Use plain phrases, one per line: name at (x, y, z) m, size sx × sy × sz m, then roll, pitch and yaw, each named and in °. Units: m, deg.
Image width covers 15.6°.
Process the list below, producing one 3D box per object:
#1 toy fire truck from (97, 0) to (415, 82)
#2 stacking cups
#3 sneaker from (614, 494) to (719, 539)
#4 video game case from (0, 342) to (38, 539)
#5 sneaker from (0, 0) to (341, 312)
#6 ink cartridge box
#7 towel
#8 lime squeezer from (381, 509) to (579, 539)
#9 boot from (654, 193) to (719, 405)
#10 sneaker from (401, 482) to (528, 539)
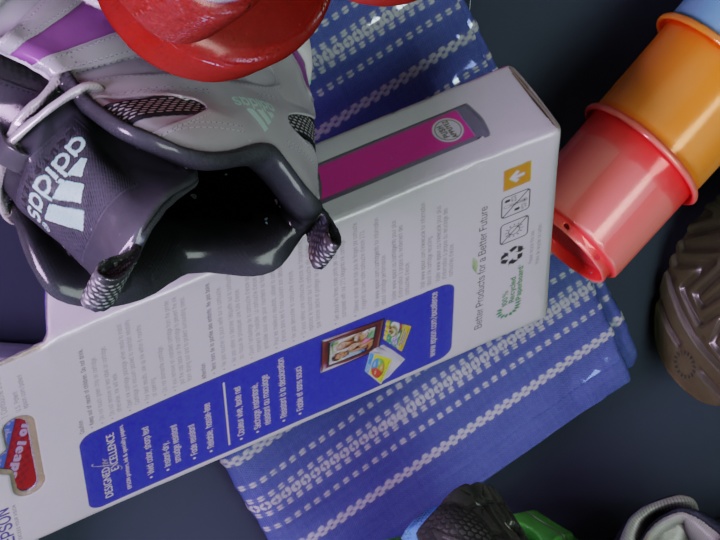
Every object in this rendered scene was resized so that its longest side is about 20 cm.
toy fire truck at (-0.022, -0.155, 0.654) m, size 0.168 × 0.112 × 0.200 m, roll 50°, pitch 61°, yaw -14°
stacking cups at (0.133, -0.078, 0.858) m, size 0.200 × 0.060 × 0.061 m, roll -51°, pitch 127°, yaw -8°
sneaker at (0.157, 0.113, 0.932) m, size 0.202 × 0.077 × 0.146 m, roll -35°, pitch 149°, yaw -17°
video game case at (-0.191, 0.084, 0.779) m, size 0.200 × 0.017 × 0.143 m, roll 5°, pitch 109°, yaw -32°
sneaker at (-0.092, -0.043, 0.691) m, size 0.200 × 0.140 × 0.078 m, roll 8°, pitch 133°, yaw -26°
ink cartridge box at (-0.033, 0.014, 0.790) m, size 0.200 × 0.037 × 0.095 m, roll -25°, pitch 146°, yaw -18°
towel at (0.000, 0.000, 0.855) m, size 0.145 × 0.024 × 0.200 m, roll -35°, pitch 123°, yaw -10°
lime squeezer at (0.045, 0.112, 0.913) m, size 0.071 × 0.038 × 0.200 m, roll -40°, pitch 142°, yaw 4°
boot at (0.221, -0.020, 0.942) m, size 0.200 × 0.066 × 0.175 m, roll -2°, pitch 141°, yaw -44°
sneaker at (0.032, 0.151, 0.853) m, size 0.090 × 0.078 × 0.200 m, roll -22°, pitch 139°, yaw -13°
